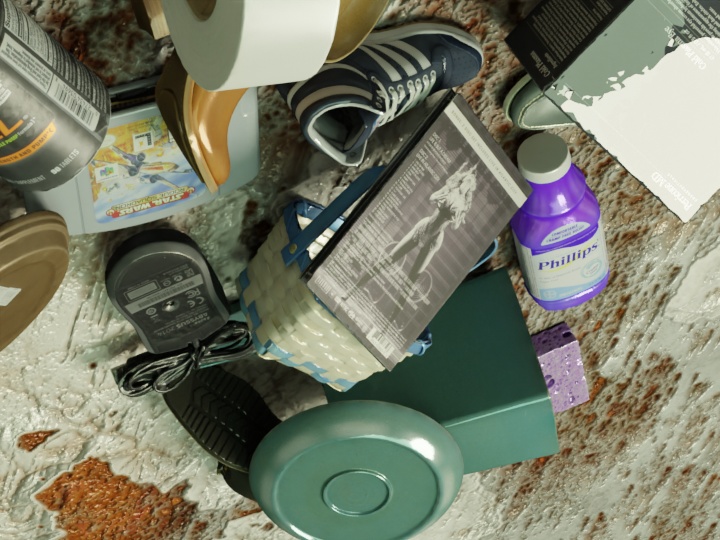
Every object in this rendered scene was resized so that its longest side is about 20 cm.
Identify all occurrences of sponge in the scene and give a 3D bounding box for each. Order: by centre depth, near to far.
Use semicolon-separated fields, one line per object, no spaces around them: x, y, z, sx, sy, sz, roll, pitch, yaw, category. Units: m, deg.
0.132;0.130;2.134;0.199;0.030;0.112;-23;142;-5;sponge

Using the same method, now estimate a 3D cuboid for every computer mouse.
-0.170;0.023;1.817;0.137;0.053;0.201;-19;144;-3;computer mouse

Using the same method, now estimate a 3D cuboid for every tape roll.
-0.081;-0.226;1.425;0.070;0.203;0.203;-8;139;-21;tape roll

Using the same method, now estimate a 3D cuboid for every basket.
0.000;0.000;1.813;0.199;0.140;0.176;-35;140;23;basket

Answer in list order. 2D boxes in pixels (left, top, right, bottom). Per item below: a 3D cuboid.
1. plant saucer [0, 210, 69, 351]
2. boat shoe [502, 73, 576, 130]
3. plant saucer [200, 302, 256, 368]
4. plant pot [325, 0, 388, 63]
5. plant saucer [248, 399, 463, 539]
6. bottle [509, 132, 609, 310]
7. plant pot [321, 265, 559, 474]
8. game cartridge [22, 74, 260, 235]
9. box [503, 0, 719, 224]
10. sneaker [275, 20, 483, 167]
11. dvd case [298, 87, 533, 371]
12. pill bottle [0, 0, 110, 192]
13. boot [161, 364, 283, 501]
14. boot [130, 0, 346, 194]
-0.302;0.032;1.648;0.200;0.029;0.200;-41;167;-11;plant saucer
0.223;-0.156;1.824;0.198;0.062;0.073;-16;144;-12;boat shoe
-0.061;0.042;1.929;0.198;0.019;0.070;-14;141;-17;plant saucer
-0.008;-0.251;1.525;0.200;0.027;0.201;-54;156;-39;plant pot
-0.003;0.196;1.927;0.198;0.028;0.201;-1;133;-1;plant saucer
0.179;-0.045;1.926;0.083;0.066;0.201;-22;142;-4;bottle
0.069;0.114;1.980;0.198;0.142;0.142;-17;153;0;plant pot
-0.176;-0.094;1.690;0.198;0.042;0.134;-16;137;-13;game cartridge
0.255;-0.177;1.728;0.182;0.104;0.200;-45;122;10;box
0.024;-0.141;1.688;0.198;0.109;0.070;-2;138;-28;sneaker
0.048;-0.032;1.740;0.200;0.016;0.149;-51;136;-7;dvd case
-0.276;-0.146;1.513;0.106;0.107;0.200;-35;141;11;pill bottle
-0.127;0.166;1.998;0.200;0.078;0.138;39;153;-19;boot
-0.081;-0.164;1.604;0.154;0.074;0.201;-22;127;-15;boot
